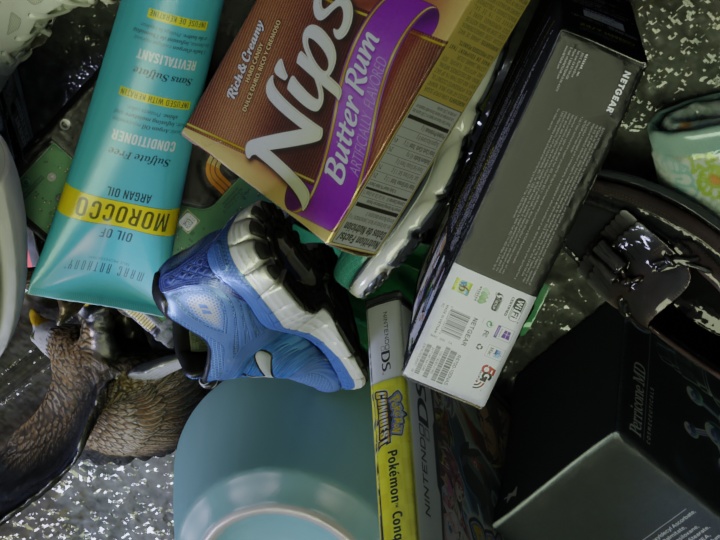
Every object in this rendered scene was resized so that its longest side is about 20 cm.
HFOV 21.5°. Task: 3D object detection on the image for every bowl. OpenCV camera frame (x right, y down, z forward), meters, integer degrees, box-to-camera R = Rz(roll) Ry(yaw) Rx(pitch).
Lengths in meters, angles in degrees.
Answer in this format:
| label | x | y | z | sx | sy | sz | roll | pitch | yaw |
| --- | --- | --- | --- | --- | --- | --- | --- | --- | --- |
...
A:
| label | x | y | z | sx | sy | sz | roll | pitch | yaw |
| --- | --- | --- | --- | --- | --- | --- | --- | --- | --- |
| bowl | -0.032 | 0.163 | 1.146 | 0.200 | 0.105 | 0.201 | 5 | 115 | 11 |

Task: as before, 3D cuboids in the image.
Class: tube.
| label | x | y | z | sx | sy | sz | roll | pitch | yaw |
| --- | --- | --- | --- | --- | --- | --- | --- | --- | --- |
| tube | -0.119 | -0.075 | 1.017 | 0.077 | 0.050 | 0.201 | 12 | 104 | -16 |

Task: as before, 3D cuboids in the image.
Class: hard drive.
| label | x | y | z | sx | sy | sz | roll | pitch | yaw |
| --- | --- | --- | --- | --- | --- | --- | --- | --- | --- |
| hard drive | -0.089 | -0.073 | 1.064 | 0.140 | 0.038 | 0.200 | 42 | 91 | -17 |

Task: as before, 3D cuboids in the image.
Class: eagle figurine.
| label | x | y | z | sx | sy | sz | roll | pitch | yaw |
| --- | --- | --- | --- | --- | --- | --- | --- | --- | --- |
| eagle figurine | -0.172 | 0.078 | 1.185 | 0.151 | 0.151 | 0.201 | 7 | 115 | -11 |

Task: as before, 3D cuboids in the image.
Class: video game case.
| label | x | y | z | sx | sy | sz | roll | pitch | yaw |
| --- | --- | --- | --- | --- | --- | --- | --- | --- | --- |
| video game case | 0.062 | 0.134 | 1.087 | 0.025 | 0.181 | 0.200 | -19 | 144 | 21 |

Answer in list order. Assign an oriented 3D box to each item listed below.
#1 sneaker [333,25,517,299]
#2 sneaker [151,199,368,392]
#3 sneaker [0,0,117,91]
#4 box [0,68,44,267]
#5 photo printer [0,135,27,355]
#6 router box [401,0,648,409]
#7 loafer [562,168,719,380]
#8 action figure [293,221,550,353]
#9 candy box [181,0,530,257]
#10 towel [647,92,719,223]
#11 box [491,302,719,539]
| label | x | y | z | sx | sy | sz | roll | pitch | yaw |
| --- | --- | --- | --- | --- | --- | --- | --- | --- | --- |
| sneaker | 0.025 | -0.082 | 1.040 | 0.079 | 0.078 | 0.201 | 20 | 92 | 4 |
| sneaker | -0.056 | 0.023 | 1.045 | 0.089 | 0.079 | 0.200 | -20 | 155 | 12 |
| sneaker | -0.169 | -0.148 | 1.044 | 0.115 | 0.076 | 0.201 | 18 | 110 | -2 |
| box | -0.296 | -0.061 | 1.166 | 0.199 | 0.040 | 0.137 | -1 | 124 | 12 |
| photo printer | -0.256 | -0.045 | 1.035 | 0.200 | 0.069 | 0.167 | 41 | 143 | 23 |
| router box | 0.085 | -0.047 | 1.003 | 0.051 | 0.149 | 0.200 | 23 | 110 | -4 |
| loafer | 0.185 | 0.015 | 1.053 | 0.200 | 0.063 | 0.072 | 33 | 138 | 1 |
| action figure | 0.000 | 0.000 | 1.136 | 0.200 | 0.055 | 0.118 | 25 | 127 | -10 |
| candy box | 0.006 | -0.123 | 0.979 | 0.117 | 0.056 | 0.200 | 37 | 101 | 29 |
| towel | 0.275 | -0.030 | 1.064 | 0.199 | 0.048 | 0.172 | -9 | 120 | 17 |
| box | 0.191 | 0.136 | 1.131 | 0.200 | 0.149 | 0.107 | 38 | 122 | -15 |
